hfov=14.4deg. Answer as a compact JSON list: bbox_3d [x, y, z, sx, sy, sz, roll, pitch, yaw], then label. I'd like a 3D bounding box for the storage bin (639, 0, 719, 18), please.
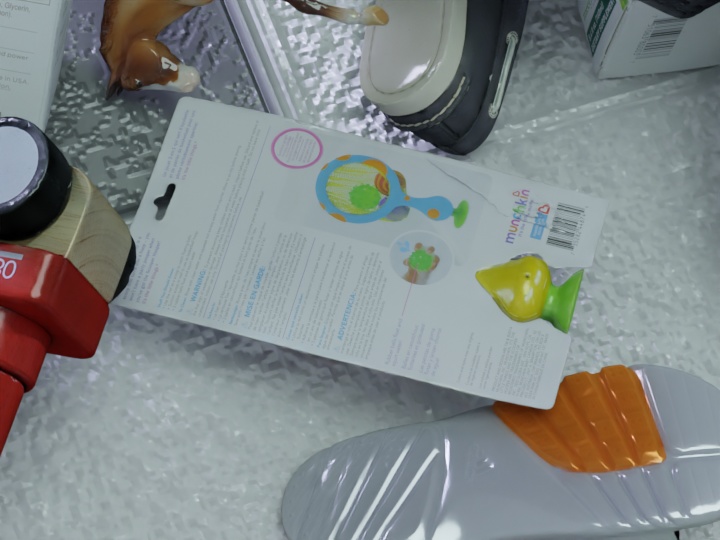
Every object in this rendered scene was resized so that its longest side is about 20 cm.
[{"bbox_3d":[0.134,-0.229,1.246,0.135,0.094,0.200,20,60,-32],"label":"storage bin"}]

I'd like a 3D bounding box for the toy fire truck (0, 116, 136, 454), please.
[{"bbox_3d":[-0.198,0.046,1.176,0.176,0.129,0.200,9,69,22],"label":"toy fire truck"}]

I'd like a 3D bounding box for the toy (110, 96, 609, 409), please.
[{"bbox_3d":[0.000,0.000,1.258,0.199,0.047,0.115,12,56,10],"label":"toy"}]

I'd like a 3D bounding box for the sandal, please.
[{"bbox_3d":[0.070,0.094,1.233,0.206,0.059,0.079,-9,58,10],"label":"sandal"}]

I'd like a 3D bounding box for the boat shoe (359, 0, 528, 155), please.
[{"bbox_3d":[0.051,-0.143,1.341,0.063,0.073,0.200,42,50,-38],"label":"boat shoe"}]

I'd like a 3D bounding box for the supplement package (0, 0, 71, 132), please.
[{"bbox_3d":[-0.172,-0.173,1.211,0.117,0.200,0.117,10,25,-5],"label":"supplement package"}]

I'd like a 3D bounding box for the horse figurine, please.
[{"bbox_3d":[-0.065,-0.167,1.238,0.132,0.200,0.050,2,36,20],"label":"horse figurine"}]

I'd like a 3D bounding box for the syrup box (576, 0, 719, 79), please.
[{"bbox_3d":[0.134,-0.200,1.356,0.081,0.079,0.200,-8,68,-12],"label":"syrup box"}]
